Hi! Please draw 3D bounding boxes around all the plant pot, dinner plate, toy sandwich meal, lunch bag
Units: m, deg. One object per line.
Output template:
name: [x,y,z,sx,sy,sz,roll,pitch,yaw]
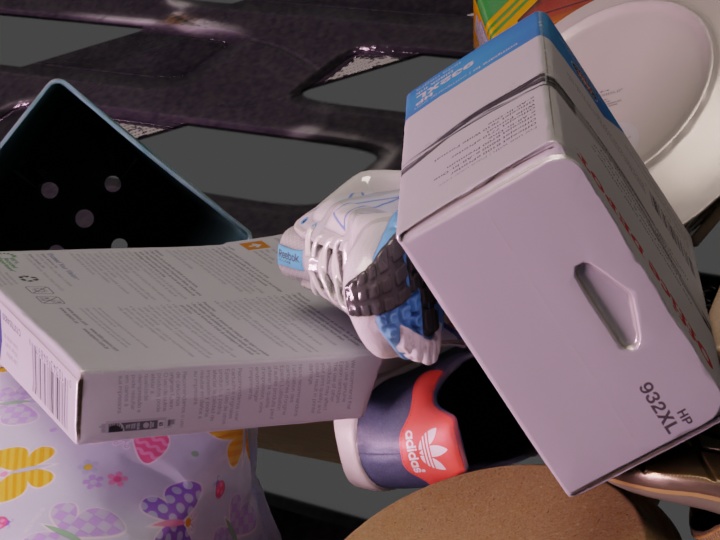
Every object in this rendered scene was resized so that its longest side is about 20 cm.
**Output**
plant pot: [-0.163,-0.019,1.375,0.141,0.141,0.200,-51,8,2]
dinner plate: [0.130,-0.084,1.235,0.200,0.024,0.200,-24,42,24]
toy sandwich meal: [0.059,0.159,1.047,0.205,0.070,0.205,-16,30,10]
lunch bag: [-0.164,0.134,1.159,0.200,0.127,0.170,11,38,25]

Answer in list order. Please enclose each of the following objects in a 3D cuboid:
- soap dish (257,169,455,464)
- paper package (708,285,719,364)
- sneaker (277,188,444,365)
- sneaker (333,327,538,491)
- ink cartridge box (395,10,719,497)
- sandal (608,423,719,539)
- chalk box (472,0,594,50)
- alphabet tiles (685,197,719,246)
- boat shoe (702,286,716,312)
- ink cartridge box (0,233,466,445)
soap dish: [0.011,0.026,1.293,0.157,0.081,0.200,7,37,39]
paper package: [0.274,0.021,1.125,0.190,0.104,0.200,-3,31,26]
sneaker: [0.000,0.000,1.118,0.086,0.075,0.200,0,8,8]
sneaker: [0.078,0.057,1.182,0.084,0.075,0.200,-3,22,42]
ink cartridge box: [0.088,-0.013,1.060,0.084,0.145,0.200,-30,17,13]
sandal: [0.180,0.100,1.011,0.200,0.054,0.080,14,31,33]
chalk box: [0.177,-0.128,1.379,0.200,0.125,0.124,-19,-11,1]
alphabet tiles: [0.232,-0.089,1.225,0.200,0.008,0.167,-50,-1,1]
boat shoe: [0.156,0.033,1.212,0.066,0.070,0.200,-9,30,9]
ink cartridge box: [-0.079,0.030,1.171,0.200,0.041,0.200,-4,18,-25]
